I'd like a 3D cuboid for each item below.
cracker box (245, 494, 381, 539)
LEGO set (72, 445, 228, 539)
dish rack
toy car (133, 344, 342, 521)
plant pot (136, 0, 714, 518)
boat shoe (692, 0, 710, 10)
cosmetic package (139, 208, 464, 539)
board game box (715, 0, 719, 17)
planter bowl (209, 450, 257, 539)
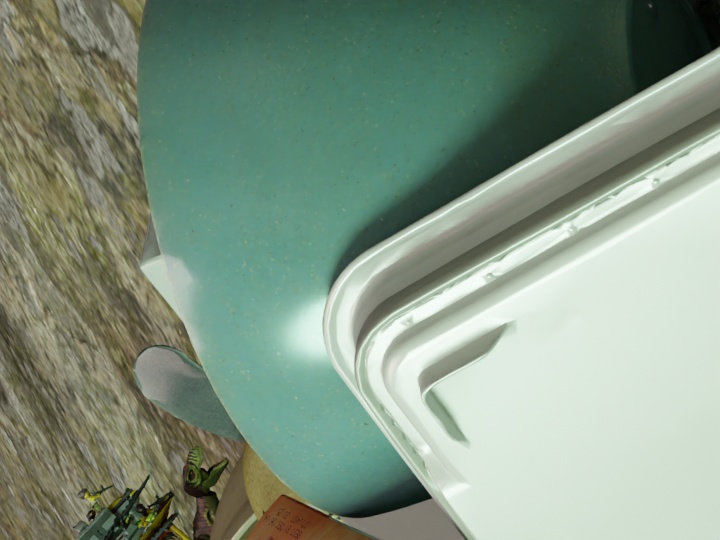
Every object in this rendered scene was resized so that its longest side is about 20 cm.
[{"bbox_3d":[0.054,0.157,0.877,0.200,0.058,0.134,39,170,-22],"label":"cracker box"},{"bbox_3d":[-0.104,0.144,1.680,0.116,0.154,0.200,41,167,3],"label":"LEGO set"},{"bbox_3d":[0.107,0.031,0.781,0.172,0.200,0.044,53,-163,-26],"label":"dish rack"},{"bbox_3d":[-0.006,0.099,1.114,0.164,0.158,0.200,-30,101,45],"label":"toy car"},{"bbox_3d":[0.040,-0.035,0.864,0.200,0.134,0.201,42,-139,-51],"label":"plant pot"},{"bbox_3d":[0.044,-0.156,0.976,0.200,0.066,0.072,55,162,17],"label":"boat shoe"},{"bbox_3d":[0.000,0.000,0.986,0.200,0.052,0.151,54,-152,-39],"label":"cosmetic package"},{"bbox_3d":[0.177,-0.016,0.863,0.135,0.035,0.200,33,148,54],"label":"board game box"},{"bbox_3d":[0.022,0.117,1.290,0.135,0.200,0.201,-101,-5,-55],"label":"planter bowl"}]
